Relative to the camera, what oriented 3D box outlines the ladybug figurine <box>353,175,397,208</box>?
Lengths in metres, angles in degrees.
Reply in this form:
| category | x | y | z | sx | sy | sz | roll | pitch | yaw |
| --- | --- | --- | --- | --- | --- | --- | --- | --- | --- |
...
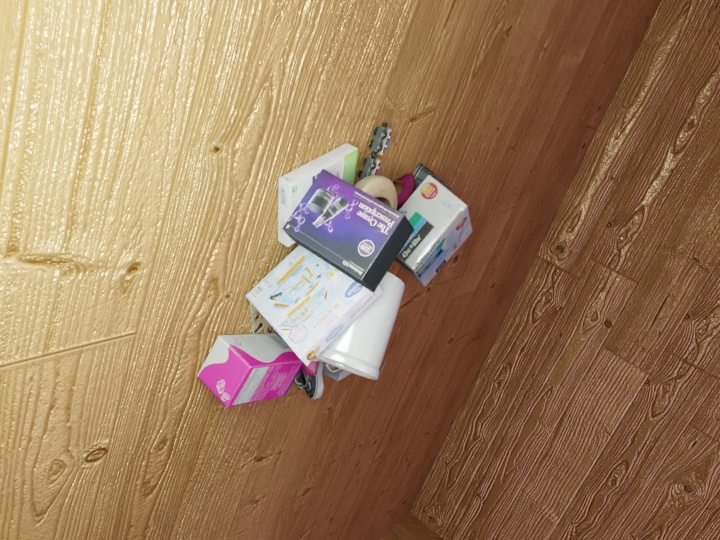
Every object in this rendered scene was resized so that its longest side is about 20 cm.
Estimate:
| category | x | y | z | sx | sy | sz | roll | pitch | yaw |
| --- | --- | --- | --- | --- | --- | --- | --- | --- | --- |
| ladybug figurine | 0.007 | -0.108 | 1.252 | 0.134 | 0.072 | 0.203 | 0 | 117 | -40 |

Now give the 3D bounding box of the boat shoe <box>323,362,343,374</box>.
| category | x | y | z | sx | sy | sz | roll | pitch | yaw |
| --- | --- | --- | --- | --- | --- | --- | --- | --- | --- |
| boat shoe | -0.020 | 0.165 | 1.427 | 0.201 | 0.072 | 0.072 | -52 | 178 | -2 |

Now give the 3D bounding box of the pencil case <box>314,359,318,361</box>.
| category | x | y | z | sx | sy | sz | roll | pitch | yaw |
| --- | --- | --- | --- | --- | --- | --- | --- | --- | --- |
| pencil case | -0.121 | 0.110 | 1.290 | 0.088 | 0.087 | 0.201 | -47 | 141 | -21 |

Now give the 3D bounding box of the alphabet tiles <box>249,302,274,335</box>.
| category | x | y | z | sx | sy | sz | roll | pitch | yaw |
| --- | --- | --- | --- | --- | --- | --- | --- | --- | --- |
| alphabet tiles | -0.163 | 0.052 | 1.291 | 0.199 | 0.006 | 0.168 | -39 | 148 | -37 |

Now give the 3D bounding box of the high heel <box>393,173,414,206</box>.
| category | x | y | z | sx | sy | sz | roll | pitch | yaw |
| --- | --- | --- | --- | --- | --- | --- | --- | --- | --- |
| high heel | 0.061 | -0.185 | 1.387 | 0.201 | 0.067 | 0.097 | -55 | 134 | -32 |

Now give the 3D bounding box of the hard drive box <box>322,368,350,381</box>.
| category | x | y | z | sx | sy | sz | roll | pitch | yaw |
| --- | --- | --- | --- | --- | --- | --- | --- | --- | --- |
| hard drive box | -0.019 | 0.178 | 1.586 | 0.199 | 0.076 | 0.159 | -20 | 126 | -54 |

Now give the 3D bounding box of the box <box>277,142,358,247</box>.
| category | x | y | z | sx | sy | sz | roll | pitch | yaw |
| --- | --- | --- | --- | --- | --- | --- | --- | --- | --- |
| box | -0.084 | -0.152 | 1.182 | 0.199 | 0.036 | 0.146 | -35 | 146 | -39 |

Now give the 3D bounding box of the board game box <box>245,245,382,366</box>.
| category | x | y | z | sx | sy | sz | roll | pitch | yaw |
| --- | --- | --- | --- | --- | --- | --- | --- | --- | --- |
| board game box | -0.092 | 0.045 | 1.146 | 0.200 | 0.199 | 0.041 | -43 | 144 | -8 |

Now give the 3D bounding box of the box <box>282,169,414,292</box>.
| category | x | y | z | sx | sy | sz | roll | pitch | yaw |
| --- | --- | --- | --- | --- | --- | --- | --- | --- | --- |
| box | -0.024 | -0.075 | 1.100 | 0.142 | 0.198 | 0.079 | -57 | 153 | -4 |

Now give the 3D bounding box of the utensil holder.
| category | x | y | z | sx | sy | sz | roll | pitch | yaw |
| --- | --- | --- | --- | --- | --- | --- | --- | --- | --- |
| utensil holder | -0.011 | 0.098 | 1.221 | 0.203 | 0.167 | 0.170 | -69 | 156 | -12 |

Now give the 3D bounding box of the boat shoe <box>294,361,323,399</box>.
| category | x | y | z | sx | sy | sz | roll | pitch | yaw |
| --- | --- | --- | --- | --- | --- | --- | --- | --- | --- |
| boat shoe | -0.137 | 0.265 | 1.515 | 0.070 | 0.072 | 0.202 | -19 | 140 | -21 |

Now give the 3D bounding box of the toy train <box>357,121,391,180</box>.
| category | x | y | z | sx | sy | sz | roll | pitch | yaw |
| --- | --- | --- | --- | --- | --- | --- | --- | --- | --- |
| toy train | 0.024 | -0.218 | 1.285 | 0.045 | 0.034 | 0.203 | 4 | 109 | -53 |

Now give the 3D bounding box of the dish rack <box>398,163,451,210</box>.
| category | x | y | z | sx | sy | sz | roll | pitch | yaw |
| --- | --- | --- | --- | --- | --- | --- | --- | --- | --- |
| dish rack | 0.173 | -0.186 | 1.592 | 0.155 | 0.054 | 0.199 | -61 | 156 | 8 |

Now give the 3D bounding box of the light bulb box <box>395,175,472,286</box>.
| category | x | y | z | sx | sy | sz | roll | pitch | yaw |
| --- | --- | --- | --- | --- | --- | --- | --- | --- | --- |
| light bulb box | 0.163 | -0.091 | 1.458 | 0.199 | 0.125 | 0.200 | -49 | 161 | 0 |

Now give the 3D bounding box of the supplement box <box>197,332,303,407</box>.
| category | x | y | z | sx | sy | sz | roll | pitch | yaw |
| --- | --- | --- | --- | --- | --- | --- | --- | --- | --- |
| supplement box | -0.220 | 0.200 | 1.232 | 0.104 | 0.101 | 0.199 | -58 | 154 | 10 |

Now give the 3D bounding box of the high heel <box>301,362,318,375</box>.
| category | x | y | z | sx | sy | sz | roll | pitch | yaw |
| --- | --- | --- | --- | --- | --- | --- | --- | --- | --- |
| high heel | -0.085 | 0.154 | 1.421 | 0.201 | 0.095 | 0.068 | -53 | 153 | -12 |
